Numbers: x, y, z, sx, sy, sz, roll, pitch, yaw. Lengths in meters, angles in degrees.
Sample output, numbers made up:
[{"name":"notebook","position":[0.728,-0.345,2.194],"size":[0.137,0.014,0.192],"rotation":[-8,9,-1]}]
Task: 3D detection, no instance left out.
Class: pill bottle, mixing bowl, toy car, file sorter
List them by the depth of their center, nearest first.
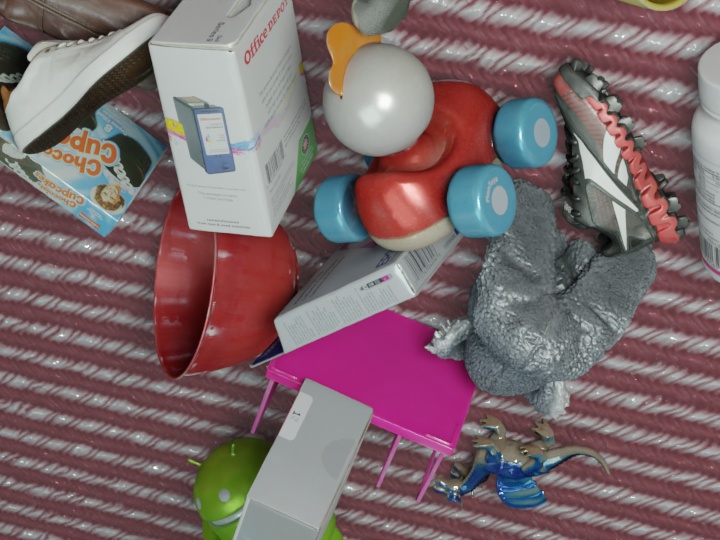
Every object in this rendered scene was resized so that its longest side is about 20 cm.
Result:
[{"name":"pill bottle","position":[0.340,-0.091,1.344],"size":[0.113,0.114,0.201],"rotation":[1,128,19]},{"name":"toy car","position":[0.036,-0.139,1.362],"size":[0.184,0.177,0.200],"rotation":[0,132,40]},{"name":"mixing bowl","position":[-0.127,0.011,1.575],"size":[0.108,0.201,0.201],"rotation":[5,137,-23]},{"name":"file sorter","position":[0.004,0.130,1.635],"size":[0.199,0.139,0.126],"rotation":[23,135,1]}]

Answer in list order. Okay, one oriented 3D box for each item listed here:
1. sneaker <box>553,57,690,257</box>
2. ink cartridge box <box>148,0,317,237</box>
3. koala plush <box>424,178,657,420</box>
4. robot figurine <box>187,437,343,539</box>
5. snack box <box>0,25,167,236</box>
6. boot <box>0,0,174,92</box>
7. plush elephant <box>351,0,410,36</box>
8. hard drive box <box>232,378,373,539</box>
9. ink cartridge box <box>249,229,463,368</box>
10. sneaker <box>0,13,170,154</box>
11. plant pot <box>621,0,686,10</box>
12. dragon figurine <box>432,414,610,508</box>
[{"name":"sneaker","position":[0.211,-0.091,1.409],"size":[0.098,0.071,0.201],"rotation":[-28,116,12]},{"name":"ink cartridge box","position":[-0.110,-0.154,1.439],"size":[0.087,0.146,0.201],"rotation":[6,130,17]},{"name":"koala plush","position":[0.154,0.055,1.509],"size":[0.177,0.184,0.200],"rotation":[28,144,-2]},{"name":"robot figurine","position":[-0.108,0.272,1.804],"size":[0.175,0.116,0.200],"rotation":[-24,116,36]},{"name":"snack box","position":[-0.297,-0.135,1.543],"size":[0.200,0.116,0.037],"rotation":[37,138,-11]},{"name":"boot","position":[-0.239,-0.265,1.455],"size":[0.199,0.064,0.187],"rotation":[28,139,-2]},{"name":"plush elephant","position":[0.028,-0.314,1.268],"size":[0.164,0.155,0.200],"rotation":[-31,159,-4]},{"name":"hard drive box","position":[-0.067,0.231,1.552],"size":[0.076,0.156,0.200],"rotation":[24,136,3]},{"name":"ink cartridge box","position":[0.000,0.000,1.486],"size":[0.199,0.196,0.043],"rotation":[-23,105,31]},{"name":"sneaker","position":[-0.256,-0.191,1.448],"size":[0.200,0.073,0.085],"rotation":[-32,78,22]},{"name":"plant pot","position":[0.178,-0.305,1.201],"size":[0.141,0.200,0.201],"rotation":[14,134,36]},{"name":"dragon figurine","position":[0.173,0.212,1.688],"size":[0.199,0.059,0.100],"rotation":[3,128,19]}]
